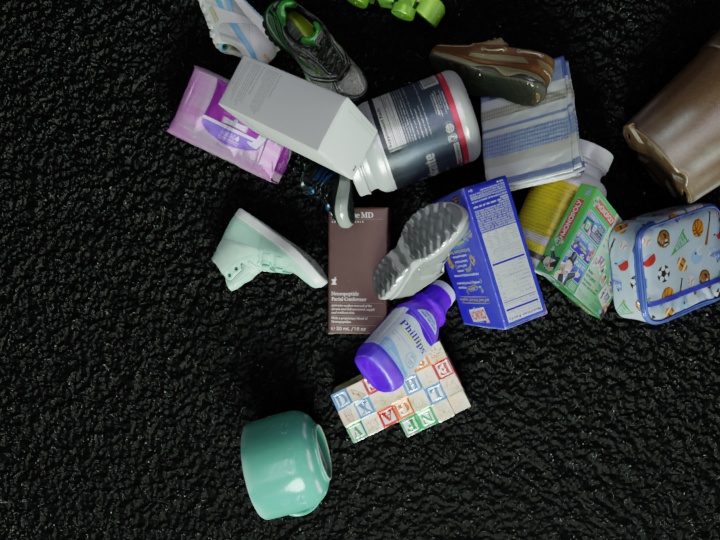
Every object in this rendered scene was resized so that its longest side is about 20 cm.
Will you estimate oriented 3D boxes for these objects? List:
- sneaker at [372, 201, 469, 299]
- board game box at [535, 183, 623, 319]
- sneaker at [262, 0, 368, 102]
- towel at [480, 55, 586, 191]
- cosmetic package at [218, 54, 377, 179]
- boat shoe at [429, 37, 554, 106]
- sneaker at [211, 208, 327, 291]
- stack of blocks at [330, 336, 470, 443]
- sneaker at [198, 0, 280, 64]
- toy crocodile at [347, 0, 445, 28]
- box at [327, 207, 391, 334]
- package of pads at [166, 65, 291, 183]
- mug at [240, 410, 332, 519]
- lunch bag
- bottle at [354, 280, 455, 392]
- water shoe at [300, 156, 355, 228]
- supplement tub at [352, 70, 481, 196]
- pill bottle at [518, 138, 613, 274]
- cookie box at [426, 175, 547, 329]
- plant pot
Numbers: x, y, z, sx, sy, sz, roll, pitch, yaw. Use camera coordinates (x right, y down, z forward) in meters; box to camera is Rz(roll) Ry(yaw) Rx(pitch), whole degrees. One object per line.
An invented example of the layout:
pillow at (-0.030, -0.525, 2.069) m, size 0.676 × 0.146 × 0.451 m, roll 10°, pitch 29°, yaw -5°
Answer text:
sneaker at (0.097, -0.028, 0.896) m, size 0.200 × 0.081 × 0.076 m, roll -46°, pitch 50°, yaw 43°
board game box at (0.340, -0.021, 0.904) m, size 0.029 × 0.199 × 0.136 m, roll 26°, pitch 87°, yaw 45°
sneaker at (-0.066, -0.336, 0.960) m, size 0.199 × 0.085 × 0.079 m, roll 36°, pitch 87°, yaw -22°
towel at (0.253, -0.217, 0.927) m, size 0.145 × 0.024 × 0.203 m, roll -11°, pitch 66°, yaw 27°
cosmetic package at (-0.089, -0.215, 0.869) m, size 0.198 × 0.107 × 0.086 m, roll 29°, pitch 90°, yaw 27°
boat shoe at (0.203, -0.313, 0.943) m, size 0.198 × 0.076 × 0.075 m, roll 26°, pitch 79°, yaw 27°
sneaker at (-0.151, 0.000, 1.000) m, size 0.199 × 0.074 × 0.119 m, roll 34°, pitch 90°, yaw 20°
stack of blocks at (0.065, 0.205, 1.003) m, size 0.198 × 0.059 × 0.116 m, roll -27°, pitch 90°, yaw 6°
sneaker at (-0.220, -0.407, 0.993) m, size 0.200 × 0.077 × 0.081 m, roll 44°, pitch 89°, yaw 2°
toy crocodile at (0.041, -0.442, 0.979) m, size 0.197 × 0.062 × 0.068 m, roll 21°, pitch 95°, yaw 9°
box at (0.000, 0.000, 0.994) m, size 0.098 × 0.075 × 0.204 m, roll 0°, pitch 91°, yaw 6°
package of pads at (-0.201, -0.237, 1.001) m, size 0.198 × 0.076 × 0.122 m, roll 25°, pitch 95°, yaw 4°
mug at (-0.108, 0.309, 0.994) m, size 0.113 × 0.185 × 0.154 m, roll -17°, pitch 67°, yaw 4°
lunch bag at (0.460, -0.009, 0.907) m, size 0.197 × 0.075 × 0.163 m, roll -14°, pitch 98°, yaw -23°
bottle at (0.077, 0.093, 0.946) m, size 0.200 × 0.065 × 0.084 m, roll -44°, pitch 104°, yaw -33°
water shoe at (-0.052, -0.122, 0.940) m, size 0.077 × 0.201 × 0.072 m, roll -7°, pitch 122°, yaw -1°
supplement tub at (0.073, -0.206, 0.942) m, size 0.197 × 0.140 × 0.142 m, roll -19°, pitch 91°, yaw 7°
pill bottle at (0.304, -0.093, 0.938) m, size 0.110 × 0.111 × 0.203 m, roll 23°, pitch 95°, yaw 4°
cookie box at (0.183, -0.022, 0.919) m, size 0.074 × 0.171 × 0.203 m, roll -17°, pitch 91°, yaw -11°
plant pot at (0.505, -0.214, 0.880) m, size 0.198 × 0.200 × 0.201 m, roll -40°, pitch 88°, yaw 14°
